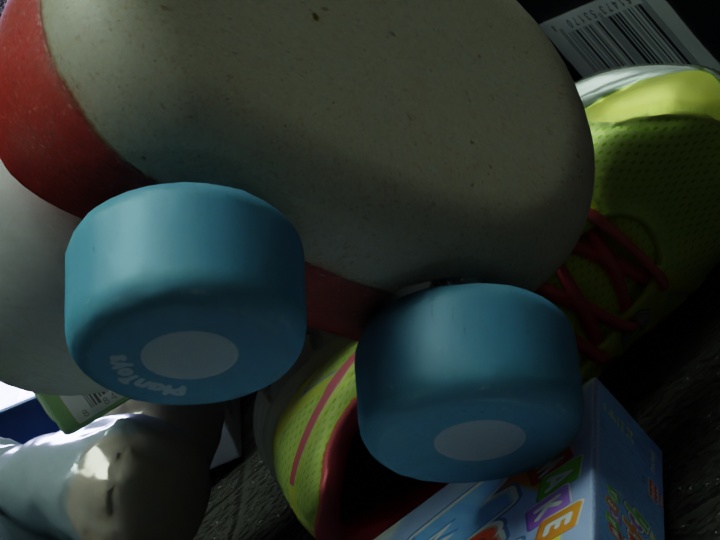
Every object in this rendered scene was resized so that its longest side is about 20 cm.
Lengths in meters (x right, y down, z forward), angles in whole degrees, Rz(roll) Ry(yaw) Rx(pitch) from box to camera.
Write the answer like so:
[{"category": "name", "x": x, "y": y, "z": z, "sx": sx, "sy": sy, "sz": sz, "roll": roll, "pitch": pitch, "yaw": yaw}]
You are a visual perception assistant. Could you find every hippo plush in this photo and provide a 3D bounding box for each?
[{"category": "hippo plush", "x": -0.150, "y": 0.074, "z": 1.003, "sx": 0.160, "sy": 0.160, "sz": 0.200, "roll": -58, "pitch": 11, "yaw": 11}]

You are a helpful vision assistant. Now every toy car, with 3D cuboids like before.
[{"category": "toy car", "x": -0.054, "y": -0.017, "z": 0.821, "sx": 0.200, "sy": 0.176, "sz": 0.185, "roll": -35, "pitch": 48, "yaw": 42}]

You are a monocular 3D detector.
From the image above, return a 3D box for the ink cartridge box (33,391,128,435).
[{"category": "ink cartridge box", "x": -0.035, "y": -0.023, "z": 0.981, "sx": 0.145, "sy": 0.048, "sz": 0.200, "roll": -32, "pitch": 10, "yaw": 13}]

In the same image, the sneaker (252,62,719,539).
[{"category": "sneaker", "x": 0.052, "y": 0.020, "z": 0.888, "sx": 0.200, "sy": 0.078, "sz": 0.090, "roll": -44, "pitch": 20, "yaw": 15}]

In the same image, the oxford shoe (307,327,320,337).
[{"category": "oxford shoe", "x": 0.000, "y": 0.000, "z": 1.139, "sx": 0.071, "sy": 0.071, "sz": 0.200, "roll": -65, "pitch": -3, "yaw": 34}]

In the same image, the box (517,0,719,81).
[{"category": "box", "x": 0.154, "y": -0.133, "z": 0.964, "sx": 0.200, "sy": 0.118, "sz": 0.196, "roll": -47, "pitch": 13, "yaw": -21}]

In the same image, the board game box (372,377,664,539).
[{"category": "board game box", "x": -0.005, "y": 0.125, "z": 0.769, "sx": 0.200, "sy": 0.037, "sz": 0.151, "roll": -37, "pitch": 13, "yaw": 16}]

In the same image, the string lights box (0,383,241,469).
[{"category": "string lights box", "x": -0.150, "y": 0.075, "z": 1.181, "sx": 0.199, "sy": 0.059, "sz": 0.103, "roll": -22, "pitch": 14, "yaw": 2}]
